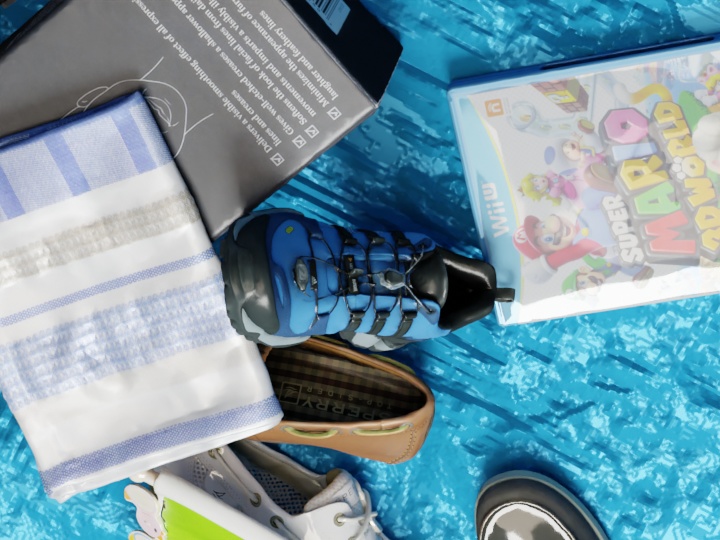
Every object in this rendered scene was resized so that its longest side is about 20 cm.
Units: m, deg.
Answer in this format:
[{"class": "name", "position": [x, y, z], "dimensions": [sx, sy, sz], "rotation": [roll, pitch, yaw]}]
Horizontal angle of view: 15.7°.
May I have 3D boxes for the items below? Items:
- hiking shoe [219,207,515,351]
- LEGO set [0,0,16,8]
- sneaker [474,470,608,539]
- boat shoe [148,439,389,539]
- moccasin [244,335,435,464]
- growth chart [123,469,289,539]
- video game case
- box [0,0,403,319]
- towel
[{"class": "hiking shoe", "position": [0.000, 0.000, 1.377], "dimensions": [0.087, 0.200, 0.075], "rotation": [-12, 82, 29]}, {"class": "LEGO set", "position": [-0.222, -0.201, 1.351], "dimensions": [0.116, 0.154, 0.200], "rotation": [-26, 95, 46]}, {"class": "sneaker", "position": [0.115, 0.217, 1.486], "dimensions": [0.075, 0.106, 0.200], "rotation": [-17, 108, 16]}, {"class": "boat shoe", "position": [-0.024, 0.147, 1.501], "dimensions": [0.200, 0.071, 0.069], "rotation": [31, 113, -2]}, {"class": "moccasin", "position": [-0.058, 0.062, 1.460], "dimensions": [0.201, 0.074, 0.078], "rotation": [17, 157, 3]}, {"class": "growth chart", "position": [-0.075, 0.196, 1.510], "dimensions": [0.144, 0.018, 0.200], "rotation": [21, 139, 23]}, {"class": "video game case", "position": [0.158, -0.051, 1.421], "dimensions": [0.199, 0.018, 0.143], "rotation": [-9, 110, 13]}, {"class": "box", "position": [-0.102, -0.099, 1.397], "dimensions": [0.200, 0.107, 0.148], "rotation": [-37, 102, 20]}, {"class": "towel", "position": [-0.140, 0.018, 1.380], "dimensions": [0.147, 0.024, 0.200], "rotation": [-18, 107, 15]}]
